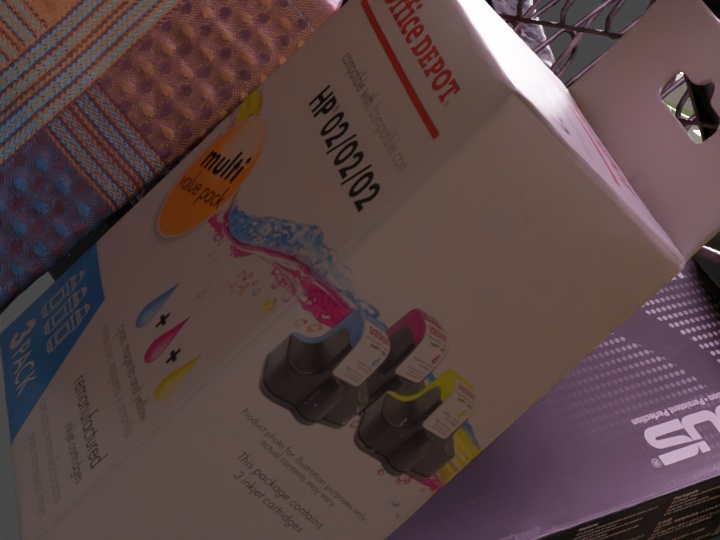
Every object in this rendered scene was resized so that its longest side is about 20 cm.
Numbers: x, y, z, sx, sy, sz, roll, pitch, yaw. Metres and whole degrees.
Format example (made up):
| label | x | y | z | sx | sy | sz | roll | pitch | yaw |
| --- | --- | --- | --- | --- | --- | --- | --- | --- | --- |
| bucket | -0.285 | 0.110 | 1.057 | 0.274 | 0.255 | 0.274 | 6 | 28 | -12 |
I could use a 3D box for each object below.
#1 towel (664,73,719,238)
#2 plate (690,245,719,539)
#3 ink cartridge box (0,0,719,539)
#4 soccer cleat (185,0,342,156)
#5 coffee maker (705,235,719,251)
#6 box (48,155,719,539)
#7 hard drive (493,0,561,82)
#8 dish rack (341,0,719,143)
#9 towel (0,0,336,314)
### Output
| label | x | y | z | sx | sy | sz | roll | pitch | yaw |
| --- | --- | --- | --- | --- | --- | --- | --- | --- | --- |
| towel | 0.191 | -0.018 | 0.955 | 0.199 | 0.031 | 0.149 | 17 | 21 | -31 |
| plate | 0.154 | 0.074 | 0.889 | 0.201 | 0.025 | 0.201 | 54 | -18 | 27 |
| ink cartridge box | 0.004 | -0.006 | 0.651 | 0.068 | 0.200 | 0.115 | 43 | 10 | -26 |
| soccer cleat | -0.018 | -0.038 | 0.767 | 0.199 | 0.077 | 0.067 | 27 | -20 | 11 |
| coffee maker | 0.155 | 0.039 | 1.074 | 0.199 | 0.135 | 0.192 | 31 | -13 | 9 |
| box | 0.019 | 0.015 | 0.811 | 0.199 | 0.048 | 0.193 | -12 | 52 | -38 |
| hard drive | -0.028 | -0.125 | 0.953 | 0.199 | 0.033 | 0.140 | 10 | 45 | -32 |
| dish rack | 0.061 | -0.094 | 0.756 | 0.199 | 0.055 | 0.154 | 16 | -38 | 41 |
| towel | -0.119 | -0.101 | 0.710 | 0.200 | 0.147 | 0.022 | 49 | -22 | -2 |
